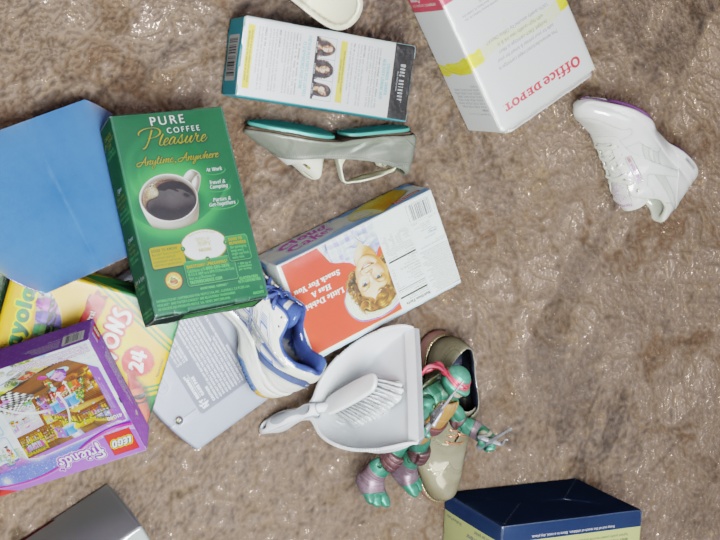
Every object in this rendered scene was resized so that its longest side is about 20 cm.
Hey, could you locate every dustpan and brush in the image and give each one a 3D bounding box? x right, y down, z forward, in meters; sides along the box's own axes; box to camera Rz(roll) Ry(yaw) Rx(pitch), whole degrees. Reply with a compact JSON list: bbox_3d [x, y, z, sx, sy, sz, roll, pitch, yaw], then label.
[{"bbox_3d":[-0.025,0.144,1.287,0.057,0.199,0.141,27,48,-36],"label":"dustpan and brush"}]

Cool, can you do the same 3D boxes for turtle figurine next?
[{"bbox_3d":[0.080,0.170,1.317,0.148,0.101,0.201,10,129,-37],"label":"turtle figurine"}]

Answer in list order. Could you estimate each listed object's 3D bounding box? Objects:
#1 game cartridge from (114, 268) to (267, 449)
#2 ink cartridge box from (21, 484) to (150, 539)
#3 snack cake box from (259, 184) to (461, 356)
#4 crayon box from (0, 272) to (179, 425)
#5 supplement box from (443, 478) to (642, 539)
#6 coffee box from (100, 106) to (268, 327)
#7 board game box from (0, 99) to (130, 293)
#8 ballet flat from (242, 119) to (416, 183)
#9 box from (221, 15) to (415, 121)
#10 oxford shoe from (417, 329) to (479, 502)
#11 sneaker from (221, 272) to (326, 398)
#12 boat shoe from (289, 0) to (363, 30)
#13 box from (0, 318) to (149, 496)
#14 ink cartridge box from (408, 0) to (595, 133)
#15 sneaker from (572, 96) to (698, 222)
[{"bbox_3d":[-0.184,0.078,1.268,0.133,0.040,0.202,-35,110,-21],"label":"game cartridge"},{"bbox_3d":[-0.249,0.351,1.213,0.144,0.144,0.202,-32,109,-18],"label":"ink cartridge box"},{"bbox_3d":[0.000,0.000,1.326,0.198,0.067,0.116,-26,109,-20],"label":"snack cake box"},{"bbox_3d":[-0.285,0.064,1.183,0.198,0.051,0.128,16,98,-15],"label":"crayon box"},{"bbox_3d":[0.209,0.370,1.438,0.198,0.134,0.203,-1,97,-25],"label":"supplement box"},{"bbox_3d":[-0.171,-0.055,1.176,0.122,0.044,0.203,-11,80,-28],"label":"coffee box"},{"bbox_3d":[-0.290,-0.067,1.166,0.199,0.039,0.159,-27,89,-32],"label":"board game box"},{"bbox_3d":[-0.031,-0.125,1.296,0.198,0.067,0.065,-1,106,-25],"label":"ballet flat"},{"bbox_3d":[-0.043,-0.212,1.285,0.198,0.049,0.083,6,95,-26],"label":"box"},{"bbox_3d":[0.098,0.174,1.392,0.070,0.074,0.203,-7,101,-27],"label":"oxford shoe"},{"bbox_3d":[-0.098,0.031,1.244,0.075,0.087,0.202,-44,113,-53],"label":"sneaker"},{"bbox_3d":[-0.082,-0.325,1.246,0.199,0.060,0.072,37,97,-24],"label":"boat shoe"},{"bbox_3d":[-0.317,0.138,1.149,0.198,0.039,0.138,-17,121,5],"label":"box"},{"bbox_3d":[0.151,-0.274,1.350,0.144,0.083,0.202,-34,110,-17],"label":"ink cartridge box"},{"bbox_3d":[0.323,-0.132,1.455,0.199,0.075,0.100,33,82,-25],"label":"sneaker"}]
